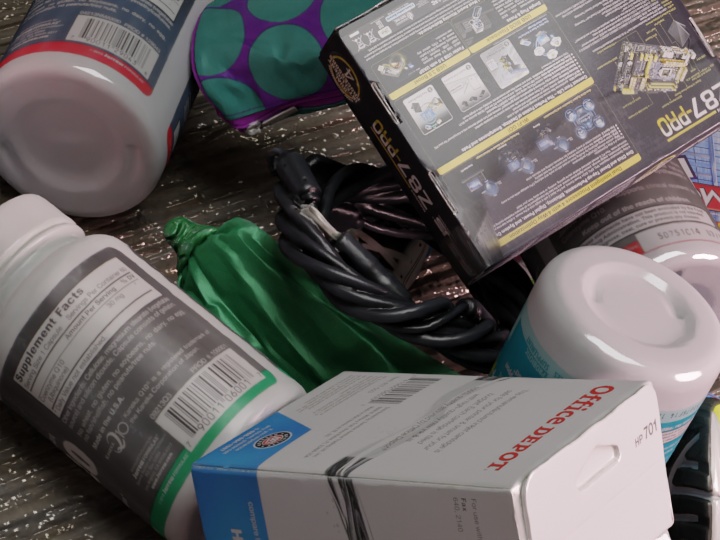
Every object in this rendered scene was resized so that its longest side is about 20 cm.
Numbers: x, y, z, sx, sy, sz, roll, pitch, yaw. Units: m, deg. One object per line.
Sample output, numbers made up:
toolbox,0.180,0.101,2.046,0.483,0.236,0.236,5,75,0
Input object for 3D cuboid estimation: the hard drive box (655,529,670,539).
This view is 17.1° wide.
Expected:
hard drive box,0.089,0.239,1.220,0.199,0.077,0.157,-20,91,-35

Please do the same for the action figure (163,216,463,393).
action figure,-0.042,0.038,1.383,0.200,0.118,0.055,45,8,13

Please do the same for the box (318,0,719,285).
box,0.100,-0.110,1.376,0.200,0.049,0.162,-32,84,-22

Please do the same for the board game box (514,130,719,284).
board game box,0.183,-0.034,1.588,0.199,0.062,0.201,8,44,-15

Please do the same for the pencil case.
pencil case,0.002,-0.138,1.475,0.199,0.085,0.093,-10,73,20

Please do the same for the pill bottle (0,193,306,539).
pill bottle,-0.136,0.052,1.336,0.200,0.113,0.113,38,45,16

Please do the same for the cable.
cable,0.037,-0.004,1.389,0.199,0.051,0.163,23,22,-35

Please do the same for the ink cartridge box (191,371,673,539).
ink cartridge box,0.038,0.114,1.226,0.199,0.086,0.146,2,19,36

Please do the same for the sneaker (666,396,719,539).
sneaker,0.217,0.169,1.343,0.090,0.078,0.201,-8,91,-21

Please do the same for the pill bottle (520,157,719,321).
pill bottle,0.144,-0.043,1.467,0.113,0.114,0.201,-5,50,-26

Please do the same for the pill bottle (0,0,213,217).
pill bottle,-0.155,-0.139,1.512,0.119,0.120,0.200,21,43,-2

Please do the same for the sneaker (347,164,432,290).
sneaker,0.000,0.000,1.474,0.072,0.073,0.200,25,45,0

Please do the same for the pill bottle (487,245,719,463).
pill bottle,0.115,0.092,1.329,0.110,0.201,0.111,16,36,-12

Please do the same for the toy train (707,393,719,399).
toy train,0.222,0.130,1.431,0.199,0.087,0.114,24,34,5
